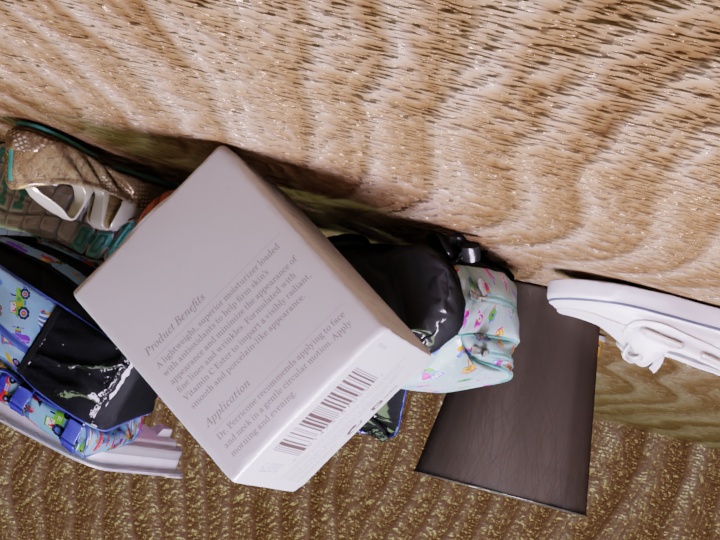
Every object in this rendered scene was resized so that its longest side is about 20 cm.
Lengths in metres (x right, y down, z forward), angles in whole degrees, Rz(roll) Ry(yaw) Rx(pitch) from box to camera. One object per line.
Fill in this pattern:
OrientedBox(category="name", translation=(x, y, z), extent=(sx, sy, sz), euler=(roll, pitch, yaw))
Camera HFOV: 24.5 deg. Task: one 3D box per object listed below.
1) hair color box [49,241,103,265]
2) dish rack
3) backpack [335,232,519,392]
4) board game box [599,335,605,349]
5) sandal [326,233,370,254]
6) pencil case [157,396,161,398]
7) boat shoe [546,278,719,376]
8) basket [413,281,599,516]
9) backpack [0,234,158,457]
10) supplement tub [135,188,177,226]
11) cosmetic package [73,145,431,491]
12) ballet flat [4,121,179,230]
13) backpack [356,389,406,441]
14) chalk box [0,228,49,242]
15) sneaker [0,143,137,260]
OrientedBox(category="hair color box", translation=(-0.223, 0.019, 1.698), extent=(0.108, 0.065, 0.200), euler=(9, 168, 31))
OrientedBox(category="dish rack", translation=(-0.270, 0.149, 1.624), extent=(0.171, 0.044, 0.200), euler=(24, -179, 23))
OrientedBox(category="backpack", translation=(0.058, 0.041, 1.456), extent=(0.166, 0.128, 0.199), euler=(0, 172, 31))
OrientedBox(category="board game box", translation=(0.157, 0.063, 1.938), extent=(0.198, 0.026, 0.200), euler=(16, 174, -17))
OrientedBox(category="sandal", translation=(0.000, 0.001, 1.560), extent=(0.048, 0.075, 0.200), euler=(48, -164, 30))
OrientedBox(category="pencil case", translation=(-0.204, 0.087, 1.642), extent=(0.199, 0.088, 0.087), euler=(5, 169, 42))
OrientedBox(category="boat shoe", translation=(0.254, 0.055, 1.429), extent=(0.198, 0.066, 0.074), euler=(13, 174, 10))
OrientedBox(category="basket", translation=(0.158, 0.121, 1.622), extent=(0.179, 0.202, 0.136), euler=(10, 172, 27))
OrientedBox(category="backpack", translation=(-0.271, 0.056, 1.475), extent=(0.199, 0.135, 0.183), euler=(31, -173, 6))
OrientedBox(category="supplement tub", translation=(-0.119, -0.005, 1.511), extent=(0.122, 0.124, 0.200), euler=(11, 174, 26))
OrientedBox(category="cosmetic package", translation=(-0.080, 0.042, 1.290), extent=(0.200, 0.165, 0.165), euler=(48, -176, 17))
OrientedBox(category="ballet flat", translation=(-0.238, -0.072, 1.455), extent=(0.070, 0.066, 0.199), euler=(11, 173, 42))
OrientedBox(category="backpack", translation=(-0.041, 0.066, 1.718), extent=(0.198, 0.164, 0.168), euler=(11, -149, 3))
OrientedBox(category="chalk box", translation=(-0.369, -0.048, 1.716), extent=(0.123, 0.126, 0.200), euler=(13, 173, 12))
OrientedBox(category="sneaker", translation=(-0.288, -0.054, 1.574), extent=(0.199, 0.078, 0.091), euler=(28, 173, 17))
